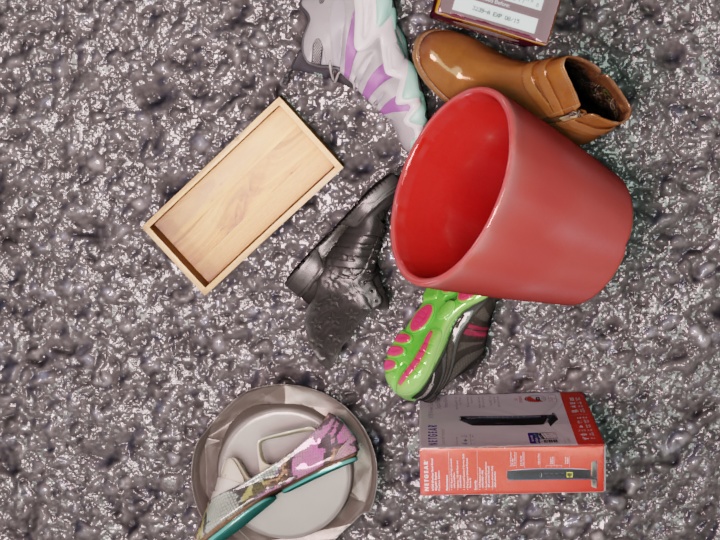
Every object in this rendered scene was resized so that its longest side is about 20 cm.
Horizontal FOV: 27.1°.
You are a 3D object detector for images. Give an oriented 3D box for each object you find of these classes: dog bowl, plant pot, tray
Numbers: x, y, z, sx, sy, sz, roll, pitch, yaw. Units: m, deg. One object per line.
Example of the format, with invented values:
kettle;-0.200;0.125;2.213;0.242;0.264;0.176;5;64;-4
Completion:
dog bowl;-0.080;0.213;1.598;0.199;0.059;0.201;0;99;2
plant pot;0.155;-0.057;1.456;0.177;0.200;0.201;19;100;-28
tray;-0.123;-0.079;1.565;0.200;0.037;0.099;-42;96;8

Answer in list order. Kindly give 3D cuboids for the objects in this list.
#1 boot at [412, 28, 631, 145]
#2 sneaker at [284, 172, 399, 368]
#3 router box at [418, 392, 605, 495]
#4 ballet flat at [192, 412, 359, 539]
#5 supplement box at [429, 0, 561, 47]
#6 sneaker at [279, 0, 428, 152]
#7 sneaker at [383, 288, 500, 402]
boot;0.158;-0.184;1.459;0.200;0.155;0.077;36;77;-15
sneaker;0.000;0.001;1.563;0.104;0.060;0.200;43;103;-4
router box;0.148;0.173;1.512;0.178;0.200;0.049;-1;100;2
ballet flat;-0.097;0.212;1.542;0.199;0.069;0.071;-32;79;3
supplement box;0.131;-0.271;1.441;0.110;0.200;0.086;17;98;-1
sneaker;-0.013;-0.201;1.527;0.139;0.078;0.201;-17;89;6
sneaker;0.103;0.053;1.567;0.200;0.084;0.077;-50;49;-3
